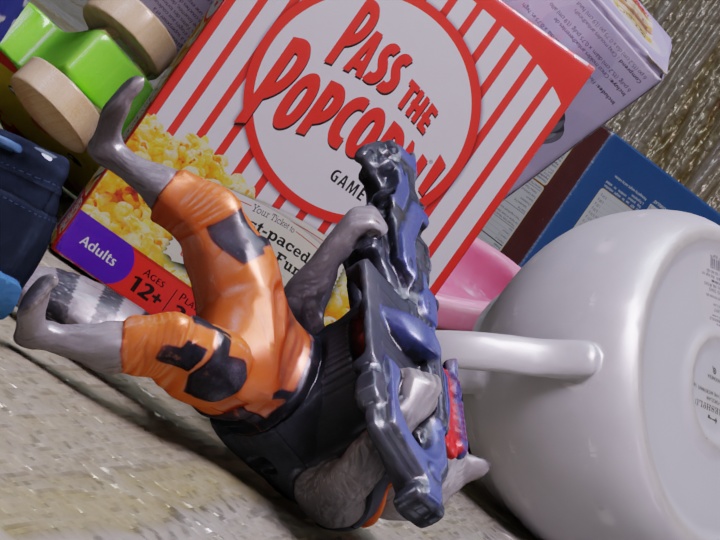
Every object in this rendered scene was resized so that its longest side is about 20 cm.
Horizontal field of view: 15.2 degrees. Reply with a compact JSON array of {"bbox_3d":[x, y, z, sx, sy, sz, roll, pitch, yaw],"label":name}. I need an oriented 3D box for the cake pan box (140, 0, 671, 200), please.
[{"bbox_3d":[0.012,-0.115,1.238,0.200,0.184,0.052,45,27,-12],"label":"cake pan box"}]

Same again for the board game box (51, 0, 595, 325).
[{"bbox_3d":[-0.017,-0.052,1.174,0.151,0.201,0.046,34,4,-11],"label":"board game box"}]

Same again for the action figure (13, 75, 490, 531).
[{"bbox_3d":[-0.032,0.019,0.983,0.193,0.104,0.201,39,28,-20],"label":"action figure"}]

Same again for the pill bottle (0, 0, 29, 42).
[{"bbox_3d":[-0.114,-0.056,0.444,0.112,0.201,0.112,35,5,-3],"label":"pill bottle"}]

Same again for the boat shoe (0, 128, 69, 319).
[{"bbox_3d":[-0.164,-0.056,0.936,0.200,0.069,0.084,37,4,30],"label":"boat shoe"}]

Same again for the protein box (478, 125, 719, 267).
[{"bbox_3d":[0.154,-0.016,2.135,0.198,0.201,0.135,31,6,-45],"label":"protein box"}]

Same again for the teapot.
[{"bbox_3d":[0.115,0.064,1.351,0.145,0.198,0.201,-5,-60,35],"label":"teapot"}]

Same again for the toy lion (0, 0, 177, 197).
[{"bbox_3d":[-0.118,-0.058,1.288,0.200,0.069,0.191,48,-16,-18],"label":"toy lion"}]

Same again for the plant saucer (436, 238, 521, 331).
[{"bbox_3d":[0.000,0.000,1.487,0.199,0.051,0.201,20,15,-5],"label":"plant saucer"}]
